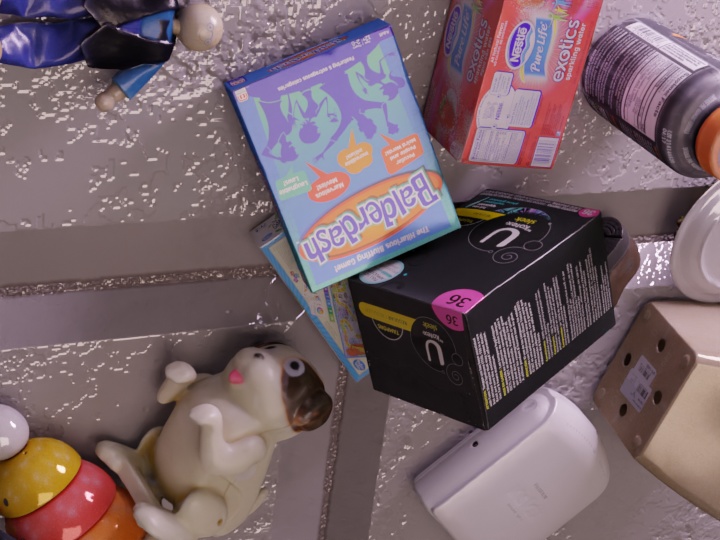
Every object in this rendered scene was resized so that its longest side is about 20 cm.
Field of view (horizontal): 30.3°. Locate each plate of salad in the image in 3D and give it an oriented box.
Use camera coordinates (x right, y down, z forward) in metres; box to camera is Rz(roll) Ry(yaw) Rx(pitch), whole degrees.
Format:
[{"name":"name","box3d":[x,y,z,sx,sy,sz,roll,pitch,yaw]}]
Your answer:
[{"name":"plate of salad","box3d":[0.419,-0.050,1.441,0.199,0.048,0.201,-14,133,-15]}]

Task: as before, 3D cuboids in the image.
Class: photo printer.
[{"name":"photo printer","box3d":[0.178,0.231,1.482,0.200,0.069,0.166,-38,127,0]}]

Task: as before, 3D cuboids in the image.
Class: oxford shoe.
[{"name":"oxford shoe","box3d":[0.220,0.044,1.389,0.200,0.073,0.084,-44,128,5]}]

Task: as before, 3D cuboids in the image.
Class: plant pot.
[{"name":"plant pot","box3d":[0.378,0.142,1.455,0.177,0.200,0.200,20,109,-21]}]

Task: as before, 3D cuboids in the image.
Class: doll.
[{"name":"doll","box3d":[-0.206,-0.194,1.067,0.199,0.048,0.137,-6,112,-29]}]

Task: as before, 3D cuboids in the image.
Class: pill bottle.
[{"name":"pill bottle","box3d":[0.297,-0.152,1.228,0.106,0.200,0.107,-12,123,-18]}]

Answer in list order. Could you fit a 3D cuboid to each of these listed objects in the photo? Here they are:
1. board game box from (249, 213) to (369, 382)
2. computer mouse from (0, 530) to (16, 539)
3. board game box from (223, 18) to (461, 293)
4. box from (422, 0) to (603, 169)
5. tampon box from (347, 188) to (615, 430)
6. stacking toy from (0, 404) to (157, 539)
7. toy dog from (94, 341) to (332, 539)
[{"name":"board game box","box3d":[0.000,0.000,1.285,0.134,0.034,0.200,-35,127,-2]},{"name":"computer mouse","box3d":[-0.337,0.259,1.199,0.053,0.200,0.139,-28,128,-36]},{"name":"board game box","box3d":[-0.014,-0.101,1.181,0.152,0.045,0.200,-25,112,-7]},{"name":"box","box3d":[0.136,-0.201,1.190,0.102,0.095,0.201,0,118,-25]},{"name":"tampon box","box3d":[0.116,0.030,1.237,0.200,0.150,0.127,-33,122,-35]},{"name":"stacking toy","box3d":[-0.294,0.205,1.236,0.146,0.146,0.200,-34,109,-3]},{"name":"toy dog","box3d":[-0.117,0.159,1.263,0.194,0.140,0.200,35,98,-36]}]
